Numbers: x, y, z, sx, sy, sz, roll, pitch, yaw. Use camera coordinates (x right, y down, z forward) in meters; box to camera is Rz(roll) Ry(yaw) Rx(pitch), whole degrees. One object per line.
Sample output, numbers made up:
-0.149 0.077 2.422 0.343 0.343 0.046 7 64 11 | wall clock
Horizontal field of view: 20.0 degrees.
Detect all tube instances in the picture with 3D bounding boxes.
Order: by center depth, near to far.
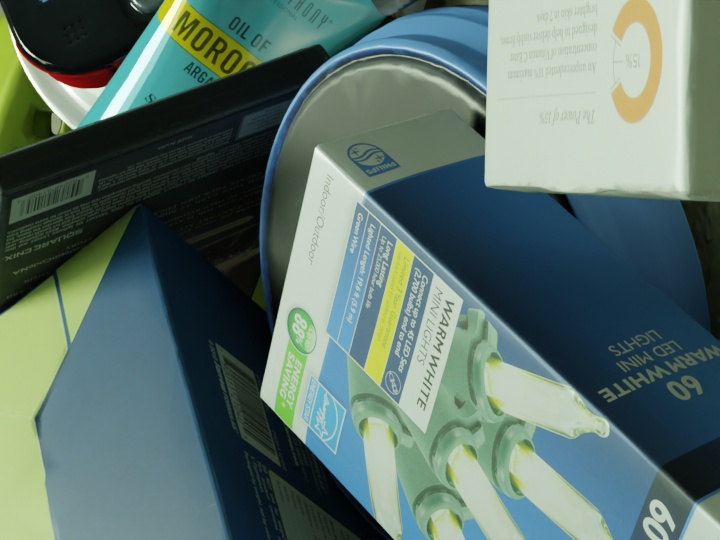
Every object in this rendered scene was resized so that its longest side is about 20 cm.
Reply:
-0.076 -0.064 0.836 0.200 0.077 0.051 -46 21 31 | tube

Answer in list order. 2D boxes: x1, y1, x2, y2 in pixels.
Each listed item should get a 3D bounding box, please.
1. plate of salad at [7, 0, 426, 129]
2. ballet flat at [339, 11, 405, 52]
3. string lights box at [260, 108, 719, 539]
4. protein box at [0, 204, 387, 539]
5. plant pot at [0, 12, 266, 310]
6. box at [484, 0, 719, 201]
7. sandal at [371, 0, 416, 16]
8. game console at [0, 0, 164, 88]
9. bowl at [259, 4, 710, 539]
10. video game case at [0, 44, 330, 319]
-0.062 -0.137 0.909 0.048 0.198 0.202 54 -151 -69 | plate of salad
0.040 -0.049 0.791 0.057 0.066 0.201 -48 42 20 | ballet flat
0.057 0.052 0.597 0.200 0.059 0.104 44 135 35 | string lights box
-0.054 0.125 0.778 0.134 0.200 0.199 -36 41 13 | protein box
-0.109 -0.073 1.033 0.200 0.197 0.184 -154 72 -72 | plant pot
0.098 -0.119 0.518 0.124 0.096 0.202 -170 81 -72 | box
0.023 -0.131 0.743 0.043 0.076 0.200 56 177 -11 | sandal
-0.093 -0.191 0.887 0.201 0.176 0.031 64 -172 24 | game console
0.033 0.012 0.698 0.200 0.039 0.203 24 121 46 | bowl
-0.093 -0.008 0.829 0.019 0.142 0.200 59 153 18 | video game case
